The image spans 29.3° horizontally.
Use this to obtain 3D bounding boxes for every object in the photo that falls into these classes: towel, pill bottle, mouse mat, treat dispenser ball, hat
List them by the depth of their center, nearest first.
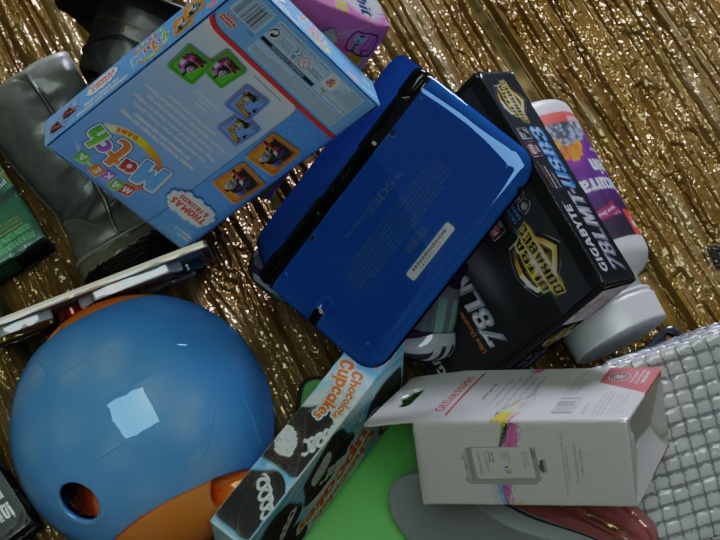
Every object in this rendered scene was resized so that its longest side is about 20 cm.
[{"bbox_3d":[-0.165,0.119,1.050,0.200,0.201,0.202,0,73,1],"label":"treat dispenser ball"},{"bbox_3d":[0.288,0.123,1.086,0.199,0.086,0.166,-18,93,1],"label":"towel"},{"bbox_3d":[0.017,0.179,1.103,0.160,0.008,0.201,6,59,4],"label":"mouse mat"},{"bbox_3d":[0.167,-0.030,1.134,0.111,0.111,0.201,-25,74,-6],"label":"pill bottle"},{"bbox_3d":[-0.170,-0.165,1.143,0.200,0.201,0.081,16,78,6],"label":"hat"}]

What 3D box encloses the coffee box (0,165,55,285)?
[{"bbox_3d":[-0.369,-0.068,1.194,0.123,0.044,0.200,-33,75,-8],"label":"coffee box"}]

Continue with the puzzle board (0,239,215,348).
[{"bbox_3d":[-0.213,0.023,1.109,0.199,0.151,0.017,-22,89,-5],"label":"puzzle board"}]

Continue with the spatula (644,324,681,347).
[{"bbox_3d":[0.198,0.119,1.134,0.056,0.021,0.200,42,77,2],"label":"spatula"}]

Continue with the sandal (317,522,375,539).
[{"bbox_3d":[-0.008,0.298,1.066,0.075,0.048,0.201,-6,65,-2],"label":"sandal"}]

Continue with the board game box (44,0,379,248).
[{"bbox_3d":[-0.110,-0.116,1.021,0.200,0.151,0.037,-35,41,18],"label":"board game box"}]

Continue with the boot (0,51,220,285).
[{"bbox_3d":[-0.215,-0.105,1.197,0.181,0.073,0.200,-27,68,-9],"label":"boot"}]

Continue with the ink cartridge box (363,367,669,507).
[{"bbox_3d":[0.115,0.121,1.014,0.199,0.116,0.068,-3,103,25],"label":"ink cartridge box"}]

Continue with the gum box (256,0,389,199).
[{"bbox_3d":[-0.083,-0.149,1.078,0.113,0.200,0.066,14,38,-35],"label":"gum box"}]

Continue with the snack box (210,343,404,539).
[{"bbox_3d":[-0.036,0.146,1.052,0.037,0.116,0.200,30,63,18],"label":"snack box"}]

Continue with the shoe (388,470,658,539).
[{"bbox_3d":[0.125,0.193,1.057,0.199,0.091,0.072,16,114,30],"label":"shoe"}]

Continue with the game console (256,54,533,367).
[{"bbox_3d":[0.020,-0.051,1.064,0.171,0.118,0.200,40,99,13],"label":"game console"}]

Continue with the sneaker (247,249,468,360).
[{"bbox_3d":[0.000,0.000,1.120,0.199,0.074,0.088,22,105,28],"label":"sneaker"}]

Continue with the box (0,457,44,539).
[{"bbox_3d":[-0.379,0.174,1.121,0.160,0.044,0.200,-35,75,-8],"label":"box"}]

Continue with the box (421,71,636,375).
[{"bbox_3d":[0.094,-0.020,1.096,0.050,0.198,0.201,-9,64,-45],"label":"box"}]
